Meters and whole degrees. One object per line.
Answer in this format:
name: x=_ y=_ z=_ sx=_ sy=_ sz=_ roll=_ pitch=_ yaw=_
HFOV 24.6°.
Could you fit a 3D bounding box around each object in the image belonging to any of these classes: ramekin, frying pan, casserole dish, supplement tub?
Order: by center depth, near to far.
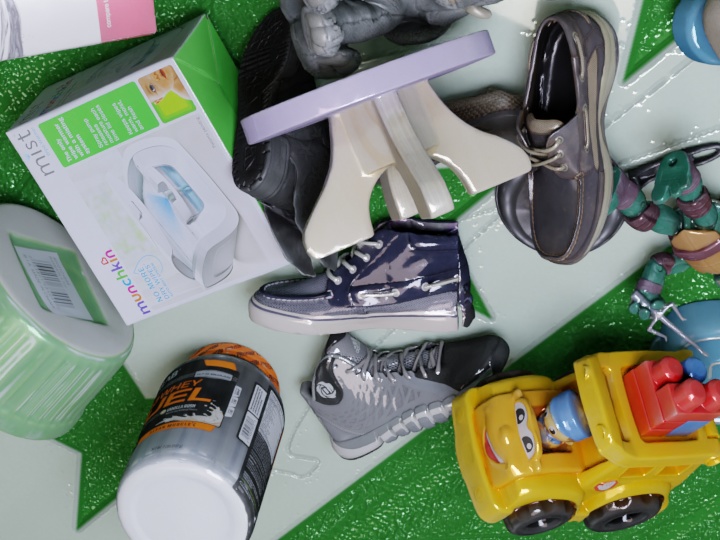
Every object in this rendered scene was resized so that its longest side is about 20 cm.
frying pan: x=0.206 y=-0.056 z=1.386 sx=0.188 sy=0.031 sz=0.116 roll=5 pitch=122 yaw=10
ramekin: x=-0.290 y=0.037 z=1.427 sx=0.098 sy=0.200 sz=0.200 roll=-41 pitch=106 yaw=20
casserole dish: x=0.351 y=0.085 z=1.435 sx=0.198 sy=0.039 sz=0.122 roll=-2 pitch=120 yaw=10
supplement tub: x=-0.135 y=0.157 z=1.463 sx=0.121 sy=0.200 sz=0.123 roll=4 pitch=120 yaw=6

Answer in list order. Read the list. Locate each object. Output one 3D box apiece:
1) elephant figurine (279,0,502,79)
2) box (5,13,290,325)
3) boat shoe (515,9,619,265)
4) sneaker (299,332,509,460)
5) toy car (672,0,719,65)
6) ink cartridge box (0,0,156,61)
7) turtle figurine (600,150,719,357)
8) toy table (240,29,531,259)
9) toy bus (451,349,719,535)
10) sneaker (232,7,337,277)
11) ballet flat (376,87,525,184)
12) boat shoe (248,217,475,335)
elephant figurine: x=0.042 y=-0.225 z=1.264 sx=0.198 sy=0.156 sz=0.142 roll=-14 pitch=157 yaw=-14
box: x=-0.163 y=-0.082 z=1.383 sx=0.175 sy=0.097 sz=0.201 roll=-19 pitch=113 yaw=23
boat shoe: x=0.151 y=-0.106 z=1.292 sx=0.074 sy=0.073 sz=0.202 roll=2 pitch=89 yaw=42
sneaker: x=0.027 y=0.086 z=1.470 sx=0.199 sy=0.075 sz=0.116 roll=-31 pitch=108 yaw=25
toy car: x=0.371 y=-0.190 z=1.224 sx=0.200 sy=0.184 sz=0.177 roll=-43 pitch=108 yaw=-2
ink cartridge box: x=-0.270 y=-0.223 z=1.254 sx=0.198 sy=0.147 sz=0.083 roll=-13 pitch=122 yaw=-17
turtle figurine: x=0.278 y=-0.016 z=1.351 sx=0.149 sy=0.101 sz=0.200 roll=-29 pitch=128 yaw=29
toy table: x=0.023 y=-0.094 z=1.252 sx=0.199 sy=0.184 sz=0.118 roll=-21 pitch=94 yaw=4
toy bus: x=0.203 y=0.126 z=1.361 sx=0.199 sy=0.137 sz=0.192 roll=1 pitch=154 yaw=-29
sneaker: x=-0.049 y=-0.105 z=1.338 sx=0.060 sy=0.201 sz=0.104 roll=-15 pitch=149 yaw=41
ballet flat: x=0.051 y=-0.116 z=1.370 sx=0.199 sy=0.047 sz=0.067 roll=-11 pitch=141 yaw=22
boat shoe: x=0.000 y=0.000 z=1.432 sx=0.198 sy=0.075 sz=0.093 roll=-1 pitch=113 yaw=1
